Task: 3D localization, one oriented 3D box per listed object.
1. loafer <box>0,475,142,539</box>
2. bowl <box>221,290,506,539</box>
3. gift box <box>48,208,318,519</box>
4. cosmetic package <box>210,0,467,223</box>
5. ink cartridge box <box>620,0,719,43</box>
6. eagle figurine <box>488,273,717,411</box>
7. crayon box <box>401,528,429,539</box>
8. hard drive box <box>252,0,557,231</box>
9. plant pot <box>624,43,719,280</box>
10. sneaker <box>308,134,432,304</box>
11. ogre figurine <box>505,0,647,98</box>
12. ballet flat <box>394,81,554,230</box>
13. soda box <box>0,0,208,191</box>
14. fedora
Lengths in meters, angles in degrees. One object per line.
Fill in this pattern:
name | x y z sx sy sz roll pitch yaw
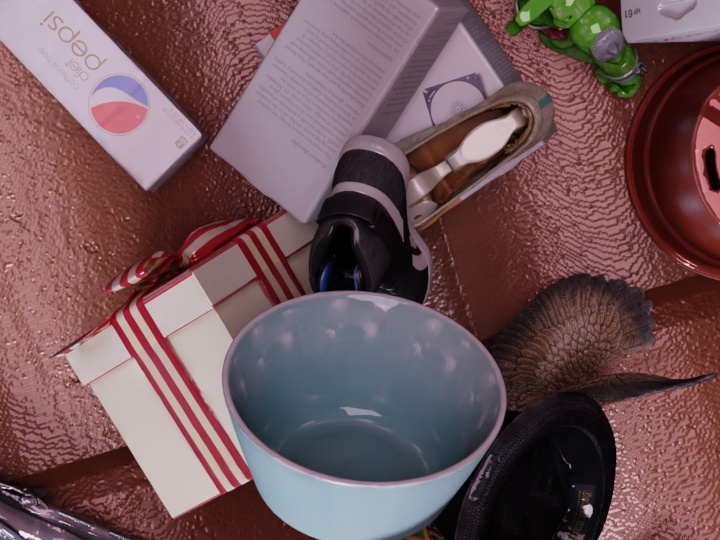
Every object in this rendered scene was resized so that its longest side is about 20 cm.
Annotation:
loafer | -0.262 0.210 1.730 0.199 0.072 0.063 32 72 -6
bowl | -0.001 0.117 1.476 0.200 0.201 0.105 7 129 0
gift box | -0.118 0.068 1.643 0.200 0.184 0.187 -29 94 32
cosmetic package | -0.017 -0.147 1.611 0.101 0.071 0.200 39 109 14
ink cartridge box | 0.320 -0.227 1.627 0.199 0.144 0.085 -7 92 -34
eagle figurine | 0.166 0.099 1.691 0.152 0.151 0.200 45 102 9
crayon box | 0.031 0.235 1.535 0.058 0.200 0.119 -15 104 -1
hard drive box | 0.037 -0.146 1.683 0.156 0.077 0.200 -35 93 19
plant pot | 0.320 -0.089 1.647 0.199 0.195 0.202 0 91 0
sneaker | 0.000 0.000 1.592 0.073 0.200 0.112 10 55 19
ogre figurine | 0.157 -0.222 1.683 0.098 0.120 0.201 -24 92 2
ballet flat | 0.061 -0.083 1.619 0.200 0.062 0.068 -36 93 19
soda box | -0.218 -0.158 1.716 0.068 0.064 0.200 -44 90 2
fedora | 0.107 0.168 1.572 0.091 0.200 0.201 27 91 37
